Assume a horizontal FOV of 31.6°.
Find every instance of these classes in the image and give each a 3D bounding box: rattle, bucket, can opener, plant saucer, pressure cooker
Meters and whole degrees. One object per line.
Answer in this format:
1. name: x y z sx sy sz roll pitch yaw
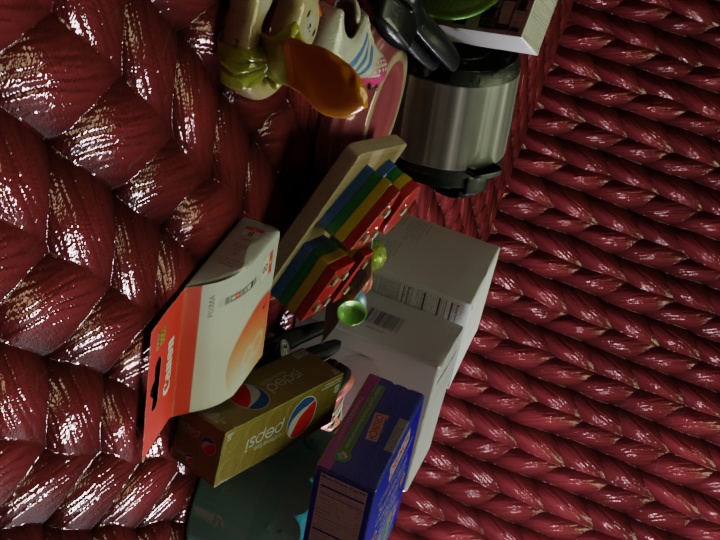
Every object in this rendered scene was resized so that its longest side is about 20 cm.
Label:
1. rattle: -0.026 -0.207 1.073 0.200 0.141 0.132 -34 124 -62
2. bucket: -0.105 0.265 1.486 0.207 0.133 0.210 21 90 -79
3. can opener: -0.082 0.095 1.495 0.078 0.064 0.200 -26 -177 31
4. plant saucer: 0.006 -0.189 1.474 0.200 0.050 0.203 21 89 -80
5. pressure cooker: 0.106 -0.198 1.619 0.177 0.176 0.203 -73 172 -59
6. can opener: 0.053 -0.268 1.394 0.200 0.063 0.080 31 79 -63

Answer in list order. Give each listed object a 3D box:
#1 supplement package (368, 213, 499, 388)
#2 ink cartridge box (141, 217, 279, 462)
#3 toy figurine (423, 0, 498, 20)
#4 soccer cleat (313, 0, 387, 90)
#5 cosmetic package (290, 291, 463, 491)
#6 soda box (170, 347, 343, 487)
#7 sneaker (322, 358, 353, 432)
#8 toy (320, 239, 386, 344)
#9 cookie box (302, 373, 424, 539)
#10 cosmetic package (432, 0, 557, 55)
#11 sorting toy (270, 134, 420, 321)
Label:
1. supplement package: 0.066 0.031 1.753 0.152 0.197 0.152 -55 162 -52
2. ink cartridge box: -0.140 0.067 1.203 0.201 0.049 0.164 -61 166 -53
3. toy figurine: 0.086 -0.399 1.363 0.184 0.148 0.204 38 50 -69
4. soccer cleat: -0.009 -0.230 1.276 0.200 0.069 0.088 -34 143 -72
5. cosmetic package: 0.008 0.147 1.670 0.123 0.197 0.203 -49 156 -59
6. soda box: -0.105 0.150 1.330 0.199 0.064 0.069 -22 133 -51
7. sneaker: -0.047 0.177 1.567 0.074 0.087 0.200 -52 -174 -39
8. toy: 0.000 0.000 1.563 0.116 0.047 0.201 -54 -166 30
9. cookie box: -0.001 0.249 1.425 0.172 0.074 0.202 -55 160 -53
10. cosmetic package: 0.126 -0.309 1.473 0.050 0.198 0.084 32 78 -52
11. sorting toy: -0.016 -0.044 1.397 0.200 0.069 0.200 -54 172 17
